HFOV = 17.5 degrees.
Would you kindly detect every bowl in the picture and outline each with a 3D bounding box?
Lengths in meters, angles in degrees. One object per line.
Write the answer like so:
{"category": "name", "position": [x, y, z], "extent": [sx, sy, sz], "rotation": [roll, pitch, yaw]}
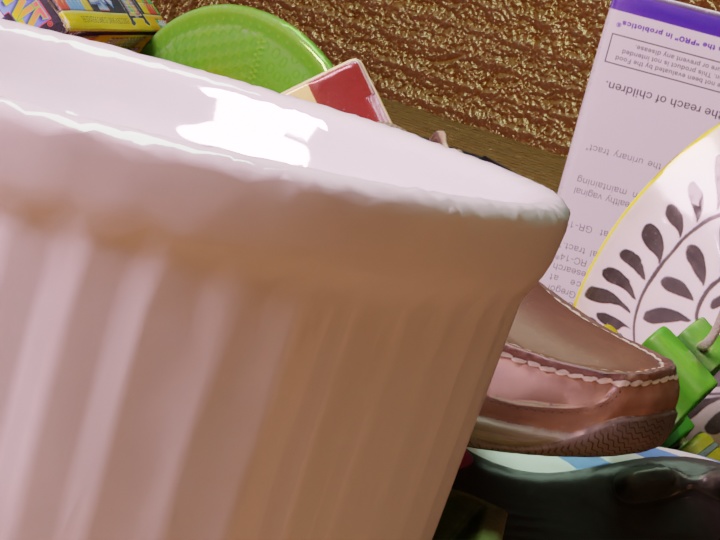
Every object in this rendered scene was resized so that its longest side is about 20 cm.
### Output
{"category": "bowl", "position": [0.178, 0.040, 0.812], "extent": [0.200, 0.201, 0.094], "rotation": [11, 23, -29]}

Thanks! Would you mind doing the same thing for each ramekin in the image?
{"category": "ramekin", "position": [-0.065, 0.006, 0.482], "extent": [0.200, 0.098, 0.200], "rotation": [14, 7, -2]}

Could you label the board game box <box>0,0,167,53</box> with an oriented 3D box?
{"category": "board game box", "position": [-0.184, -0.083, 1.043], "extent": [0.057, 0.165, 0.200], "rotation": [55, 8, -1]}

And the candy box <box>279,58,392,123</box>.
{"category": "candy box", "position": [0.000, 0.000, 0.822], "extent": [0.055, 0.116, 0.200], "rotation": [-24, -2, -1]}

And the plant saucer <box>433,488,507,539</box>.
{"category": "plant saucer", "position": [-0.070, 0.070, 0.559], "extent": [0.200, 0.048, 0.200], "rotation": [15, 7, 4]}

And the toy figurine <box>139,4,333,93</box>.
{"category": "toy figurine", "position": [-0.090, -0.015, 0.997], "extent": [0.200, 0.150, 0.184], "rotation": [44, 33, 20]}

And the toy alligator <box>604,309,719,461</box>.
{"category": "toy alligator", "position": [0.084, 0.051, 0.752], "extent": [0.054, 0.200, 0.059], "rotation": [-35, 77, -30]}

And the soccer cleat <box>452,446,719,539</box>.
{"category": "soccer cleat", "position": [0.028, 0.077, 0.701], "extent": [0.199, 0.070, 0.086], "rotation": [13, -15, -4]}

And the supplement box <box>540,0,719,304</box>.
{"category": "supplement box", "position": [0.138, -0.019, 1.061], "extent": [0.103, 0.201, 0.101], "rotation": [15, 7, 6]}

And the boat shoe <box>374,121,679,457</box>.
{"category": "boat shoe", "position": [0.002, -0.005, 0.656], "extent": [0.200, 0.072, 0.076], "rotation": [23, 16, 31]}

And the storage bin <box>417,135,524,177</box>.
{"category": "storage bin", "position": [0.013, -0.024, 1.259], "extent": [0.135, 0.094, 0.200], "rotation": [14, 7, -14]}
